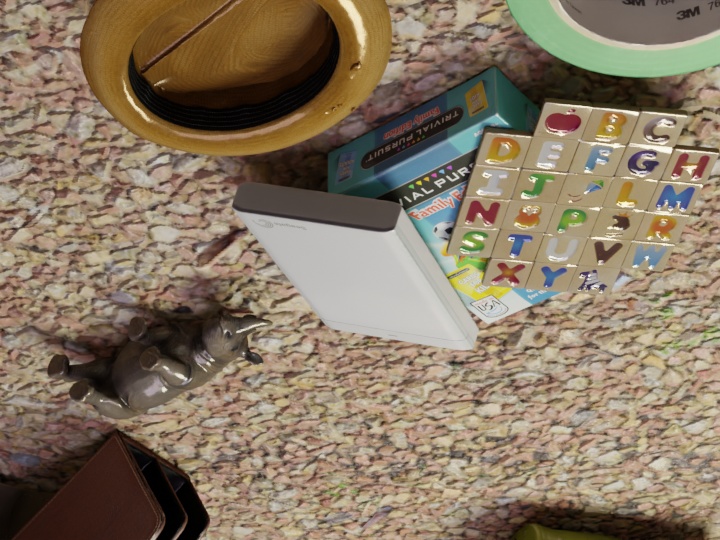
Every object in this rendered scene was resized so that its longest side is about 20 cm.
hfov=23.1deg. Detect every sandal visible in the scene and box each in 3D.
[{"bbox_3d":[-0.294,0.252,1.713,0.211,0.078,0.070,23,170,-17],"label":"sandal"}]

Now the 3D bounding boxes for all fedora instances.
[{"bbox_3d":[-0.080,-0.159,1.123,0.200,0.082,0.201,-3,140,-3],"label":"fedora"}]

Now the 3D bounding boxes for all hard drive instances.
[{"bbox_3d":[0.000,0.000,1.327,0.132,0.027,0.200,9,156,25],"label":"hard drive"}]

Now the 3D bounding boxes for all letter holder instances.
[{"bbox_3d":[-0.233,0.274,1.591,0.200,0.142,0.101,-46,130,6],"label":"letter holder"}]

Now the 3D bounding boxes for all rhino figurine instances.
[{"bbox_3d":[-0.155,0.072,1.452,0.200,0.060,0.087,-22,152,25],"label":"rhino figurine"}]

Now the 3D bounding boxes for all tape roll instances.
[{"bbox_3d":[0.185,-0.204,1.085,0.200,0.048,0.201,1,144,1],"label":"tape roll"}]

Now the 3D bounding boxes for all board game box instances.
[{"bbox_3d":[0.096,-0.048,1.297,0.151,0.047,0.200,-26,136,31],"label":"board game box"}]

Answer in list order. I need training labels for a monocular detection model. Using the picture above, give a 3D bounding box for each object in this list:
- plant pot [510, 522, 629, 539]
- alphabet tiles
[{"bbox_3d":[0.227,0.339,1.717,0.193,0.201,0.200,24,139,-10],"label":"plant pot"},{"bbox_3d":[0.155,-0.048,1.253,0.166,0.006,0.200,5,141,-8],"label":"alphabet tiles"}]
